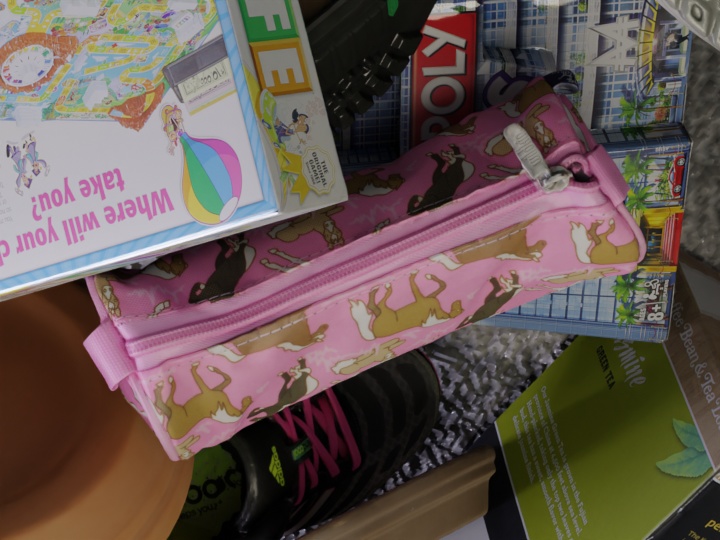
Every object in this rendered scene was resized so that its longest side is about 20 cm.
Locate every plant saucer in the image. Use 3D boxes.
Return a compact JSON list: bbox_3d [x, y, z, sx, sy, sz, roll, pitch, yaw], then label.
[{"bbox_3d":[-0.162,0.057,0.774,0.199,0.201,0.038,-3,135,-8],"label":"plant saucer"},{"bbox_3d":[-0.026,0.133,0.886,0.199,0.030,0.200,-27,172,-4],"label":"plant saucer"}]

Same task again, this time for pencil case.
[{"bbox_3d":[0.000,0.000,0.743,0.199,0.083,0.087,-23,133,-1],"label":"pencil case"}]

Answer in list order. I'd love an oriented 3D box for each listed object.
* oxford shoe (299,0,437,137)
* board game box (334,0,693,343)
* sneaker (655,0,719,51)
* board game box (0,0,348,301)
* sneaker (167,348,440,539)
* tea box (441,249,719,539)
[{"bbox_3d":[-0.014,-0.108,0.717,0.200,0.084,0.073,-50,163,-3],"label":"oxford shoe"},{"bbox_3d":[0.028,-0.056,0.811,0.199,0.062,0.201,-6,129,-7],"label":"board game box"},{"bbox_3d":[0.167,-0.106,0.763,0.199,0.087,0.075,13,98,-32],"label":"sneaker"},{"bbox_3d":[-0.103,-0.065,0.690,0.199,0.135,0.034,-14,180,40],"label":"board game box"},{"bbox_3d":[-0.041,0.081,0.851,0.199,0.087,0.074,-21,91,-26],"label":"sneaker"},{"bbox_3d":[0.164,0.130,0.935,0.199,0.134,0.197,28,119,-29],"label":"tea box"}]
